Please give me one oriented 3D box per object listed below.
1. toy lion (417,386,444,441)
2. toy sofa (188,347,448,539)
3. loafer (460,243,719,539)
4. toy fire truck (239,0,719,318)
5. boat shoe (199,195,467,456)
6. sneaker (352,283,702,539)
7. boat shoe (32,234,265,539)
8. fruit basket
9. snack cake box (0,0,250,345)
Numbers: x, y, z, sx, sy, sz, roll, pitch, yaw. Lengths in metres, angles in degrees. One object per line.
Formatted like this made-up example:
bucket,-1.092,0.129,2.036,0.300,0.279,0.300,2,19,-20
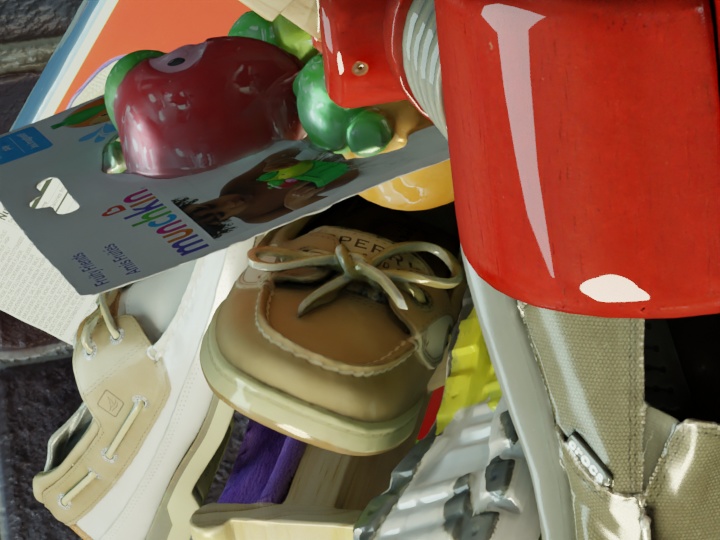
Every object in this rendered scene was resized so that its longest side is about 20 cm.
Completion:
toy lion,-0.017,-0.015,1.171,0.069,0.199,0.193,-30,52,56
toy sofa,-0.014,0.058,0.977,0.200,0.097,0.083,-68,-25,-50
loafer,0.089,0.057,0.725,0.069,0.075,0.201,-15,100,44
toy fire truck,0.026,-0.060,0.566,0.176,0.199,0.129,-114,15,-70
boat shoe,0.000,0.000,0.858,0.200,0.073,0.063,-64,-3,-70
sneaker,0.058,0.070,0.782,0.074,0.085,0.201,-14,44,54
boat shoe,-0.075,0.034,1.006,0.075,0.068,0.201,-70,1,-55
fruit basket,-0.016,-0.058,0.818,0.185,0.199,0.094,-140,36,-66
snack cake box,-0.067,-0.057,1.029,0.200,0.115,0.067,-55,14,33
